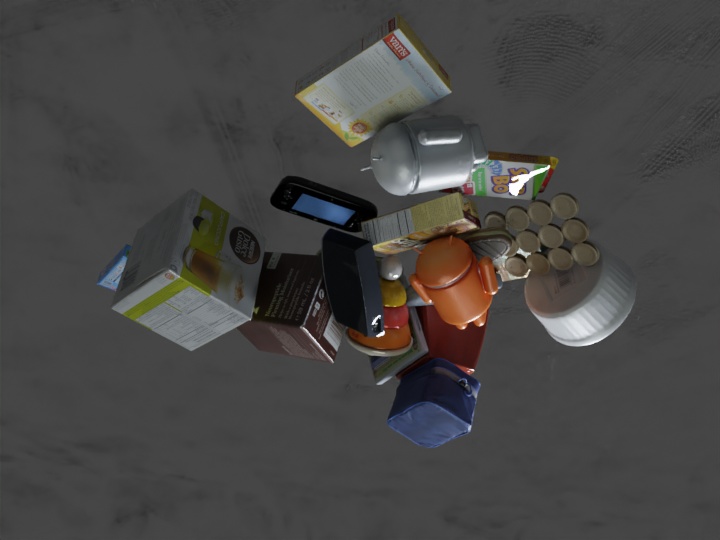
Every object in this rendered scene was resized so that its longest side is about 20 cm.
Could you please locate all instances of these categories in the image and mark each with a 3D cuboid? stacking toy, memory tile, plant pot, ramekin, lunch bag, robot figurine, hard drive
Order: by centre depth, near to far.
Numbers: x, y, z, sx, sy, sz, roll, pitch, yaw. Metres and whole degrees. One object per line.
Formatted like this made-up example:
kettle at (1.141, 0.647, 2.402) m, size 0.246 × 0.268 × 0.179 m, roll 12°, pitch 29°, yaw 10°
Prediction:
robot figurine at (0.101, -0.183, 1.046) m, size 0.197 × 0.114 × 0.170 m, roll -11°, pitch 165°, yaw -16°
memory tile at (0.336, -0.062, 1.235) m, size 0.199 × 0.017 × 0.154 m, roll -12°, pitch 115°, yaw 46°
robot figurine at (0.178, 0.019, 1.242) m, size 0.143 × 0.116 × 0.201 m, roll 27°, pitch 155°, yaw 56°
ramekin at (0.414, 0.033, 1.268) m, size 0.199 × 0.202 × 0.097 m, roll -27°, pitch 130°, yaw 37°
hard drive at (-0.018, 0.028, 1.269) m, size 0.134 × 0.042 × 0.202 m, roll 21°, pitch 129°, yaw 44°
stacking toy at (0.048, 0.062, 1.360) m, size 0.144 × 0.146 × 0.203 m, roll 5°, pitch 108°, yaw -5°
lunch bag at (0.163, 0.276, 1.422) m, size 0.135 × 0.133 × 0.200 m, roll 35°, pitch 138°, yaw -16°
plant pot at (0.170, 0.162, 1.524) m, size 0.198 × 0.178 × 0.200 m, roll 18°, pitch 144°, yaw -23°

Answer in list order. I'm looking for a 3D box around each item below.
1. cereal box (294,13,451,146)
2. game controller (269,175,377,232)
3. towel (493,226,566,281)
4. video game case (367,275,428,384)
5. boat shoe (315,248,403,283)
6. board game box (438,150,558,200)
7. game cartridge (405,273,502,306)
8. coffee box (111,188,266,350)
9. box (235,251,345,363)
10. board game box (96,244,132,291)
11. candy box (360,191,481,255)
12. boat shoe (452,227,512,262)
cereal box at (0.019, -0.280, 1.002) m, size 0.198 × 0.040 × 0.144 m, roll -23°, pitch 140°, yaw 31°
game controller at (-0.069, -0.121, 1.241) m, size 0.198 × 0.043 × 0.104 m, roll 17°, pitch 143°, yaw -20°
towel at (0.362, -0.034, 1.364) m, size 0.198 × 0.022 × 0.147 m, roll -11°, pitch 144°, yaw 21°
video game case at (0.068, 0.137, 1.493) m, size 0.022 × 0.184 × 0.200 m, roll 1°, pitch 151°, yaw -33°
boat shoe at (0.000, 0.001, 1.398) m, size 0.198 × 0.064 × 0.073 m, roll 17°, pitch 144°, yaw -20°
board game box at (0.243, -0.169, 1.167) m, size 0.197 × 0.030 × 0.096 m, roll 2°, pitch 146°, yaw -4°
game cartridge at (0.196, 0.040, 1.397) m, size 0.198 × 0.042 × 0.133 m, roll -3°, pitch 169°, yaw -27°
coffee box at (-0.328, 0.004, 1.290) m, size 0.199 × 0.202 × 0.197 m, roll -27°, pitch 132°, yaw 35°
box at (-0.142, 0.075, 1.383) m, size 0.198 × 0.168 × 0.165 m, roll 5°, pitch 150°, yaw 27°
board game box at (-0.468, 0.025, 1.486) m, size 0.199 × 0.037 × 0.151 m, roll 27°, pitch 139°, yaw -31°
candy box at (0.114, -0.084, 1.237) m, size 0.198 × 0.056 × 0.115 m, roll -16°, pitch 167°, yaw 24°
boat shoe at (0.214, -0.054, 1.294) m, size 0.199 × 0.077 × 0.072 m, roll -17°, pitch 126°, yaw 43°
